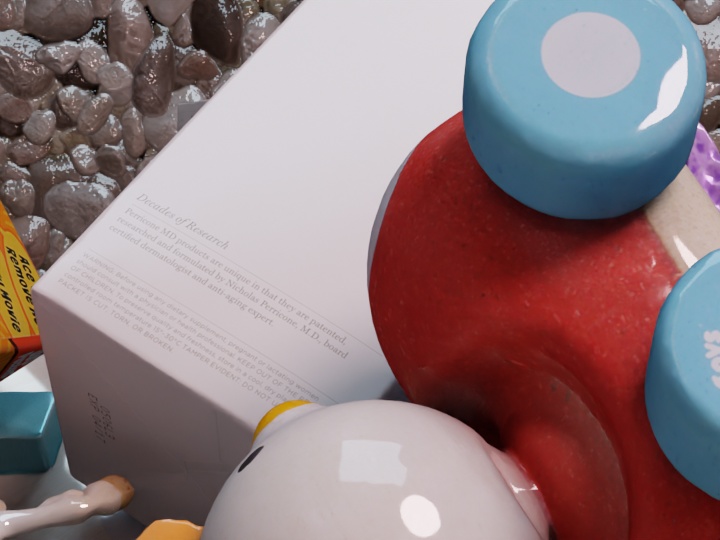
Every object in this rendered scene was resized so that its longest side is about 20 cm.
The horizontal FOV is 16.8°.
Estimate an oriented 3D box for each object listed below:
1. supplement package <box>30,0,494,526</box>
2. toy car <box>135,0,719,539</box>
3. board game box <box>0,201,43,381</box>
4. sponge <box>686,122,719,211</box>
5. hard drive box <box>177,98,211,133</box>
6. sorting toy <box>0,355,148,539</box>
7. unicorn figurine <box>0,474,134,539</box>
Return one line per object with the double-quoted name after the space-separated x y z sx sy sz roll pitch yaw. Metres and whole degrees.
0.000 0.000 0.840 0.119 0.200 0.122 30 -29 20 "supplement package"
0.017 0.055 0.643 0.199 0.177 0.185 -25 -26 -14 "toy car"
-0.264 -0.009 0.834 0.199 0.201 0.200 -32 -10 20 "board game box"
0.118 0.014 0.783 0.030 0.112 0.200 -31 -15 2 "sponge"
-0.031 0.012 1.250 0.076 0.202 0.156 0 3 -27 "hard drive box"
-0.072 0.089 0.925 0.199 0.108 0.180 -2 22 -42 "sorting toy"
-0.096 0.102 0.712 0.137 0.074 0.199 -14 -4 -40 "unicorn figurine"
